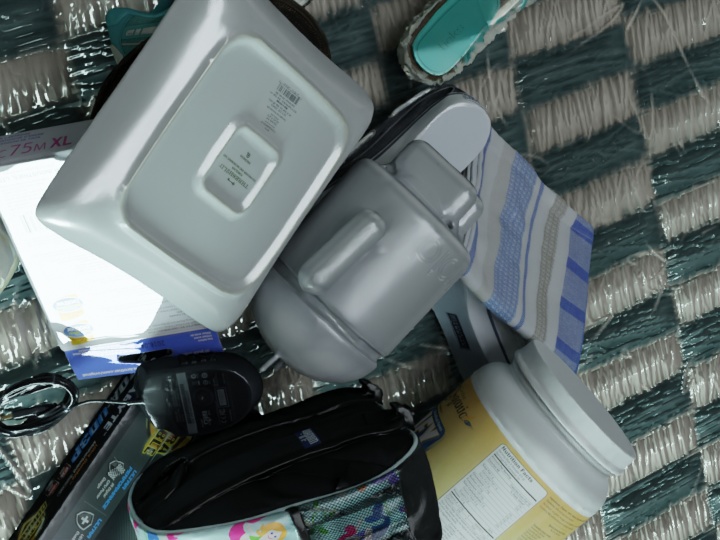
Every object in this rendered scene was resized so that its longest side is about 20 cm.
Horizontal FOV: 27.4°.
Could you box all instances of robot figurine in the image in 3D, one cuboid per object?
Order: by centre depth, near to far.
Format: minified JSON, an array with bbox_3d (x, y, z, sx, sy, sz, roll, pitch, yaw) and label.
[{"bbox_3d":[0.000,0.000,1.074,0.200,0.113,0.170,-47,161,2],"label":"robot figurine"}]

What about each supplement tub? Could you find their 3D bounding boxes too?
[{"bbox_3d":[0.103,0.165,1.170,0.200,0.145,0.145,-43,119,9],"label":"supplement tub"}]

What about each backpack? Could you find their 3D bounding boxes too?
[{"bbox_3d":[-0.058,0.176,1.037,0.199,0.177,0.152,-14,105,-16],"label":"backpack"}]

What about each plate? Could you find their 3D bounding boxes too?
[{"bbox_3d":[-0.086,-0.071,0.964,0.201,0.032,0.199,-56,139,-4],"label":"plate"}]

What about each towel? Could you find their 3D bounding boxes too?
[{"bbox_3d":[0.134,-0.020,1.207,0.200,0.024,0.148,40,50,-41],"label":"towel"}]

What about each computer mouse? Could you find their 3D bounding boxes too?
[{"bbox_3d":[-0.167,0.089,1.053,0.198,0.034,0.059,-4,116,2],"label":"computer mouse"}]

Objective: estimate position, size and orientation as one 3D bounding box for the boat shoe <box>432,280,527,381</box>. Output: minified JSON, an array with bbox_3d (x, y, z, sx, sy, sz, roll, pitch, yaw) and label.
[{"bbox_3d":[0.097,0.015,1.224,0.065,0.073,0.201,-35,124,-26],"label":"boat shoe"}]

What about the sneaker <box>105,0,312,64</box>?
[{"bbox_3d":[-0.093,-0.202,1.068,0.200,0.077,0.080,-37,106,-20],"label":"sneaker"}]

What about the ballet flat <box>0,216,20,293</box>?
[{"bbox_3d":[-0.276,0.018,1.000,0.069,0.069,0.201,36,80,-30],"label":"ballet flat"}]

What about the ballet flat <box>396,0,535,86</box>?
[{"bbox_3d":[0.101,-0.225,1.173,0.200,0.072,0.072,-42,117,-6],"label":"ballet flat"}]

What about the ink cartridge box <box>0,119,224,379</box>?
[{"bbox_3d":[-0.170,-0.012,1.017,0.118,0.042,0.201,-9,128,7],"label":"ink cartridge box"}]

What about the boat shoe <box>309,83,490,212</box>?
[{"bbox_3d":[0.010,-0.071,1.155,0.200,0.068,0.072,-44,125,3],"label":"boat shoe"}]

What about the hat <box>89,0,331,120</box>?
[{"bbox_3d":[-0.088,-0.091,1.040,0.200,0.081,0.201,-27,145,-20],"label":"hat"}]

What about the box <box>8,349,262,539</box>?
[{"bbox_3d":[-0.151,0.178,1.112,0.159,0.046,0.201,41,77,-28],"label":"box"}]
